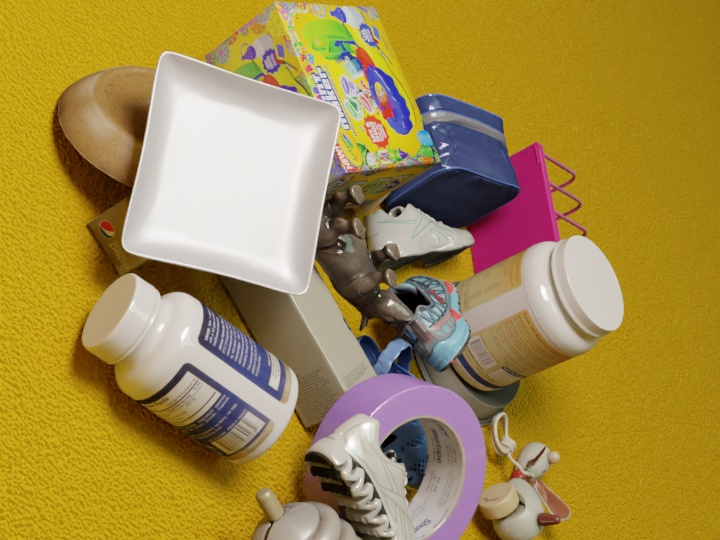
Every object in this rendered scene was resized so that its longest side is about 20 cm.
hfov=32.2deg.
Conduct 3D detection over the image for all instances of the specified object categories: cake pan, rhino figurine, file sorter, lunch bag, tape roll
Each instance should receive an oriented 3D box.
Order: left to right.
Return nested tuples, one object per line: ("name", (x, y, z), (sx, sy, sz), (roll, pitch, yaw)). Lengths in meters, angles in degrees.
("rhino figurine", (0.000, 0.000, 1.371), (0.201, 0.087, 0.060), (58, 36, -31))
("tape roll", (0.039, 0.214, 1.326), (0.198, 0.065, 0.203), (-8, 104, -36))
("lunch bag", (0.105, -0.152, 1.660), (0.199, 0.135, 0.134), (14, 56, -46))
("cake pan", (0.143, 0.101, 1.631), (0.199, 0.037, 0.202), (29, 48, -37))
("file sorter", (0.245, -0.046, 1.765), (0.125, 0.138, 0.202), (22, 52, -43))

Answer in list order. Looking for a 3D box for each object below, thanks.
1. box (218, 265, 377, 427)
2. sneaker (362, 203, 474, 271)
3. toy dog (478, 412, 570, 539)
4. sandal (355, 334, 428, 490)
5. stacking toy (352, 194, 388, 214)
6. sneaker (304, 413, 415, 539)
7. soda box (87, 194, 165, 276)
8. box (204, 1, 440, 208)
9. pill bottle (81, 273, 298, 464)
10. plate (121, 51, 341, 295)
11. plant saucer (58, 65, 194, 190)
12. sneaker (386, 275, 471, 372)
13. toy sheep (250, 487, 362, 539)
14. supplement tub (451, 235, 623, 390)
("box", (-0.067, 0.063, 1.361), (0.068, 0.082, 0.202), (-33, 96, -53))
("sneaker", (0.079, -0.049, 1.620), (0.199, 0.070, 0.081), (-4, 68, -51))
("toy dog", (0.218, 0.275, 1.555), (0.132, 0.095, 0.201), (56, 36, -35))
("sandal", (0.044, 0.158, 1.433), (0.079, 0.087, 0.202), (-31, 94, -56))
("stacking toy", (-0.042, -0.164, 1.544), (0.200, 0.085, 0.086), (43, 40, -16))
("sneaker", (0.022, 0.230, 1.235), (0.081, 0.075, 0.201), (-44, 122, -32))
("soda box", (-0.188, -0.068, 1.302), (0.064, 0.067, 0.200), (59, 36, -6))
("box", (-0.040, -0.180, 1.401), (0.192, 0.121, 0.202), (-14, 78, -54))
("pill bottle", (-0.164, 0.091, 1.196), (0.200, 0.110, 0.112), (39, 42, -29))
("plate", (-0.128, -0.092, 1.235), (0.197, 0.032, 0.203), (14, 80, -25))
("plant saucer", (-0.210, -0.153, 1.287), (0.198, 0.036, 0.201), (19, 36, -15))
("sneaker", (0.071, 0.039, 1.496), (0.095, 0.079, 0.200), (40, 7, -20))
("toy sheep", (-0.053, 0.292, 1.194), (0.202, 0.136, 0.138), (67, 32, -25))
("supplement tub", (0.209, 0.052, 1.541), (0.144, 0.199, 0.146), (28, 48, -37))
